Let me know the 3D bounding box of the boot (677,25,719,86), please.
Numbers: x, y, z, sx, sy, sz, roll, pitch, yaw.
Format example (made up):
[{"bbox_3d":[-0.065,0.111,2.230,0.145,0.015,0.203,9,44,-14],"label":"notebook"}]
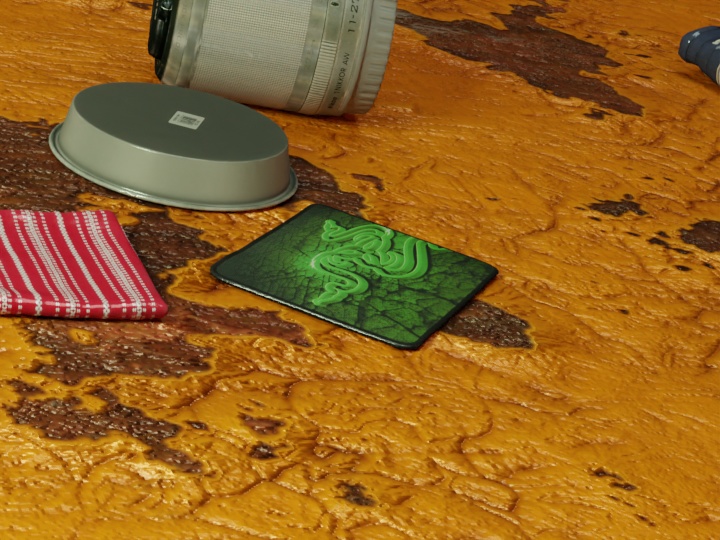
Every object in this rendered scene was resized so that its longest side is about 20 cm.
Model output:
[{"bbox_3d":[0.460,-0.251,2.112,0.199,0.073,0.090,-6,34,-38],"label":"boot"}]

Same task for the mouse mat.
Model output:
[{"bbox_3d":[0.000,0.000,1.326,0.160,0.008,0.200,20,22,16],"label":"mouse mat"}]

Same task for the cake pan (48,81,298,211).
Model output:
[{"bbox_3d":[-0.143,-0.102,1.449,0.199,0.037,0.200,12,21,-5],"label":"cake pan"}]

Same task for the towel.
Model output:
[{"bbox_3d":[-0.236,-0.010,1.192,0.199,0.023,0.145,4,25,-24],"label":"towel"}]

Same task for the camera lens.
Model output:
[{"bbox_3d":[-0.080,-0.224,1.618,0.199,0.161,0.160,9,22,-12],"label":"camera lens"}]
